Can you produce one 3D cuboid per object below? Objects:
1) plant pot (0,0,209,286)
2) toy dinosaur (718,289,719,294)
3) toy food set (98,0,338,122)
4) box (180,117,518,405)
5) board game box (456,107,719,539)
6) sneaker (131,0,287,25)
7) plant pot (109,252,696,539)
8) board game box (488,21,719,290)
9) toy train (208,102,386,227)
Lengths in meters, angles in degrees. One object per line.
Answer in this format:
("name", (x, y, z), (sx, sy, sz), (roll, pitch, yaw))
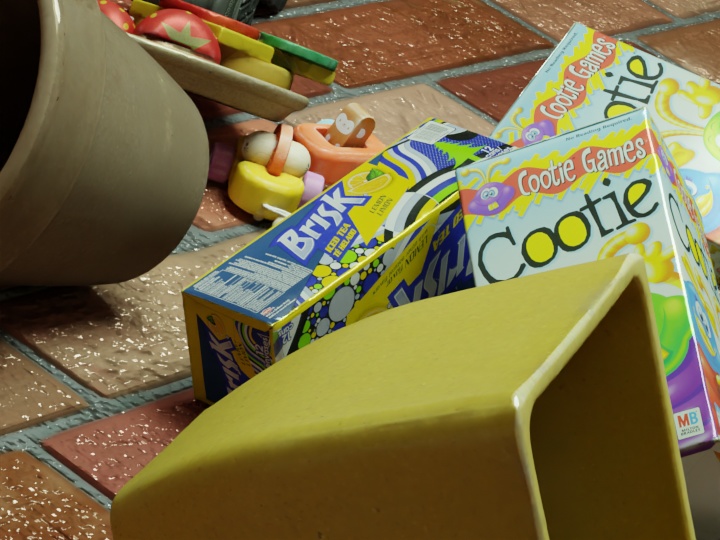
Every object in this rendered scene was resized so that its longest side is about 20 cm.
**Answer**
("plant pot", (-0.171, -0.070, 1.500), (0.175, 0.200, 0.200), (20, 17, -50))
("toy dinosaur", (0.140, 0.006, 1.625), (0.200, 0.106, 0.060), (-1, -2, -6))
("toy food set", (-0.119, -0.136, 1.741), (0.200, 0.049, 0.198), (20, 2, 43))
("box", (0.000, 0.000, 1.521), (0.064, 0.070, 0.200), (22, 42, 35))
("board game box", (0.124, 0.039, 1.459), (0.105, 0.103, 0.200), (55, 21, -50))
("sneaker", (-0.092, -0.209, 1.976), (0.091, 0.076, 0.200), (20, 21, 10))
("plant pot", (0.016, 0.119, 1.217), (0.200, 0.194, 0.196), (-6, 15, 22))
("board game box", (0.189, -0.045, 1.760), (0.200, 0.105, 0.103), (26, 64, 23))
("toy train", (-0.002, -0.048, 1.732), (0.150, 0.056, 0.200), (5, 29, -34))
